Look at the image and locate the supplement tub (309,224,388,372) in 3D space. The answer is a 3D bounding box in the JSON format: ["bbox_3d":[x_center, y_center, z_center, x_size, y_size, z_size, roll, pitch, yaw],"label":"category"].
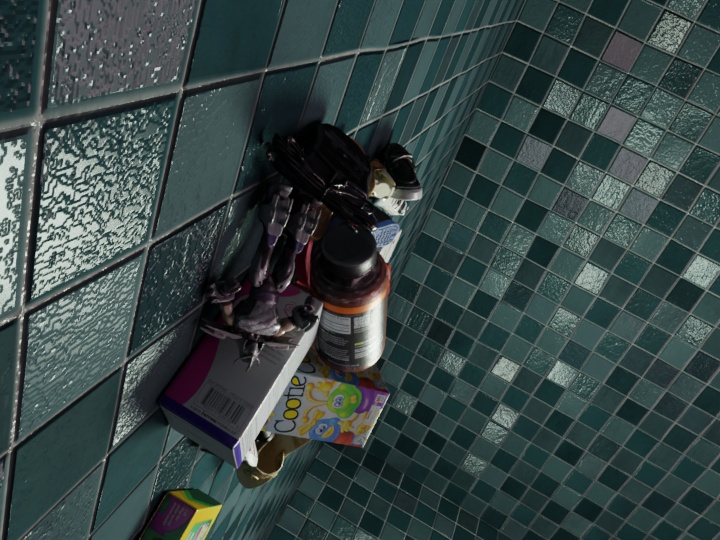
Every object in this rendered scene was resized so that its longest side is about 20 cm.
[{"bbox_3d":[-0.014,0.037,0.805,0.108,0.105,0.203,-56,158,-39],"label":"supplement tub"}]

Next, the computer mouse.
[{"bbox_3d":[-0.038,-0.107,0.675,0.053,0.138,0.201,-45,-167,22],"label":"computer mouse"}]

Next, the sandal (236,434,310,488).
[{"bbox_3d":[-0.165,0.326,1.074,0.211,0.078,0.069,-41,172,18],"label":"sandal"}]

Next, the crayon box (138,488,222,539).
[{"bbox_3d":[-0.293,0.429,0.890,0.203,0.057,0.173,-61,171,-17],"label":"crayon box"}]

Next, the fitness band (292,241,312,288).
[{"bbox_3d":[-0.050,-0.042,0.913,0.147,0.037,0.200,-70,161,-1],"label":"fitness band"}]

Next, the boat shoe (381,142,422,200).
[{"bbox_3d":[0.067,-0.186,1.116,0.201,0.070,0.073,-113,-155,-62],"label":"boat shoe"}]

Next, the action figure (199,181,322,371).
[{"bbox_3d":[-0.100,0.011,0.657,0.128,0.069,0.205,16,90,-38],"label":"action figure"}]

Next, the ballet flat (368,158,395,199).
[{"bbox_3d":[0.020,-0.148,1.014,0.069,0.071,0.200,-64,173,13],"label":"ballet flat"}]

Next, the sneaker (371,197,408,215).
[{"bbox_3d":[0.070,-0.158,1.318,0.073,0.072,0.200,-61,171,5],"label":"sneaker"}]

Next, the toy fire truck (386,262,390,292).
[{"bbox_3d":[0.000,0.000,0.949,0.200,0.048,0.144,-37,135,-62],"label":"toy fire truck"}]

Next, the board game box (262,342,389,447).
[{"bbox_3d":[-0.074,0.170,0.887,0.105,0.196,0.105,-64,-153,18],"label":"board game box"}]

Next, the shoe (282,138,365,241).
[{"bbox_3d":[-0.048,-0.109,0.795,0.071,0.052,0.201,60,39,-27],"label":"shoe"}]

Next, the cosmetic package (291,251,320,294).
[{"bbox_3d":[-0.072,0.055,1.014,0.200,0.086,0.105,-51,164,-52],"label":"cosmetic package"}]

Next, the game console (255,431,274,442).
[{"bbox_3d":[-0.173,0.213,1.120,0.201,0.114,0.179,-55,140,-48],"label":"game console"}]

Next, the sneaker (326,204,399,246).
[{"bbox_3d":[-0.011,-0.081,1.083,0.198,0.078,0.071,-4,126,-56],"label":"sneaker"}]

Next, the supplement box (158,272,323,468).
[{"bbox_3d":[-0.136,0.113,0.731,0.202,0.100,0.104,-58,172,-29],"label":"supplement box"}]

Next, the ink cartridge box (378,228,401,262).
[{"bbox_3d":[0.007,-0.023,1.290,0.148,0.083,0.200,-66,173,20],"label":"ink cartridge box"}]

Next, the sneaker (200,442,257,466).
[{"bbox_3d":[-0.189,0.254,0.955,0.200,0.079,0.088,111,-2,-71],"label":"sneaker"}]
